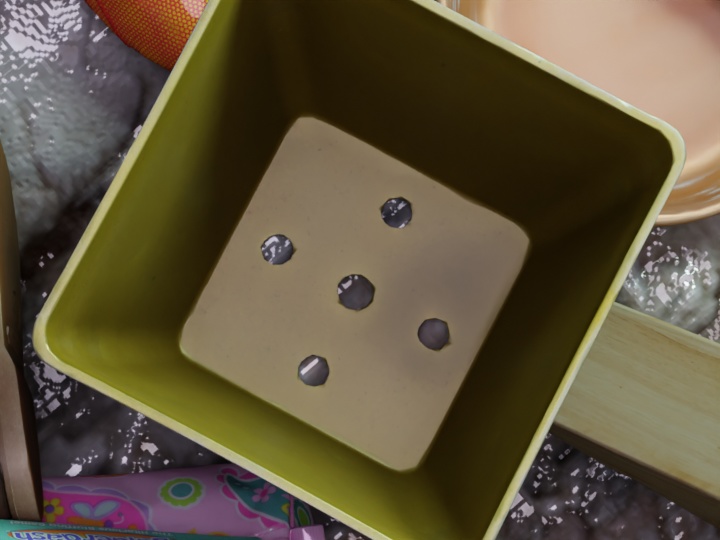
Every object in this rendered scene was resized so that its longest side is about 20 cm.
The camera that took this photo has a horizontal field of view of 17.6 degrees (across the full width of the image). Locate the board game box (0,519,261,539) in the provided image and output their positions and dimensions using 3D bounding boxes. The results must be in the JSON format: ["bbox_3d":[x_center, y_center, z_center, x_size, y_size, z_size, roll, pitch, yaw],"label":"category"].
[{"bbox_3d":[-0.123,0.207,0.966,0.151,0.045,0.202,5,98,-14],"label":"board game box"}]

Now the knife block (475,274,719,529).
[{"bbox_3d":[0.159,0.070,1.010,0.199,0.176,0.064,30,83,-1],"label":"knife block"}]

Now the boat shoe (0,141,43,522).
[{"bbox_3d":[-0.181,0.021,1.016,0.070,0.071,0.201,-8,58,0],"label":"boat shoe"}]

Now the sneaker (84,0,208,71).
[{"bbox_3d":[-0.125,-0.164,1.051,0.073,0.077,0.200,-42,86,16],"label":"sneaker"}]

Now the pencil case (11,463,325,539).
[{"bbox_3d":[-0.114,0.132,1.030,0.198,0.087,0.088,-4,86,-4],"label":"pencil case"}]

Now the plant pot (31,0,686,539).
[{"bbox_3d":[0.000,0.000,1.000,0.199,0.176,0.201,28,84,3],"label":"plant pot"}]

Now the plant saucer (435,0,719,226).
[{"bbox_3d":[0.132,-0.120,1.094,0.198,0.037,0.202,0,84,-5],"label":"plant saucer"}]
